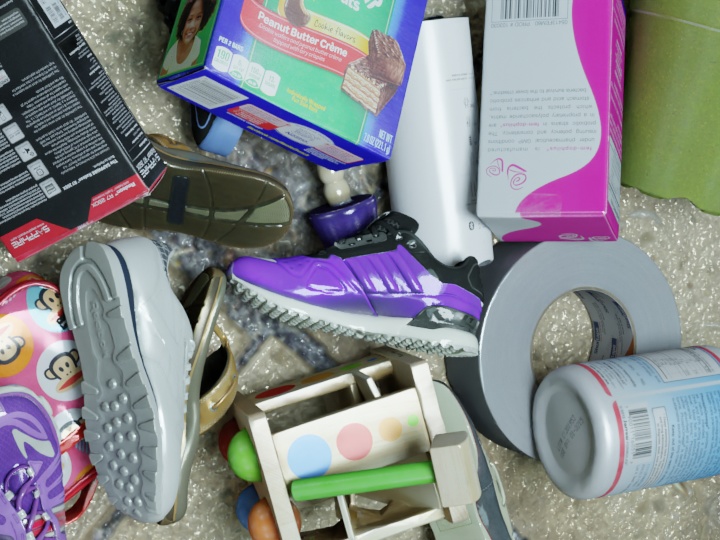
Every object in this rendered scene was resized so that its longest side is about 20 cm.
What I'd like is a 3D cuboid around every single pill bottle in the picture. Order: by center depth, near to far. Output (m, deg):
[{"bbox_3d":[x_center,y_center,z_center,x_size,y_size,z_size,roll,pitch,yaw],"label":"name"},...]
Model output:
[{"bbox_3d":[0.250,0.119,1.138,0.200,0.109,0.109,-6,96,-23],"label":"pill bottle"}]

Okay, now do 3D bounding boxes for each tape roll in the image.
[{"bbox_3d":[0.174,0.063,1.195,0.200,0.066,0.200,-2,96,-23],"label":"tape roll"}]

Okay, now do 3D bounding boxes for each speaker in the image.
[{"bbox_3d":[0.058,-0.102,1.122,0.081,0.081,0.200,-11,99,-23],"label":"speaker"}]

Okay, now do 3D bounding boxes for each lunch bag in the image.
[{"bbox_3d":[-0.260,0.118,1.003,0.200,0.082,0.176,-40,113,-17],"label":"lunch bag"}]

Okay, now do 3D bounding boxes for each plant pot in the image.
[{"bbox_3d":[0.292,-0.150,1.179,0.200,0.200,0.190,13,101,-24],"label":"plant pot"}]

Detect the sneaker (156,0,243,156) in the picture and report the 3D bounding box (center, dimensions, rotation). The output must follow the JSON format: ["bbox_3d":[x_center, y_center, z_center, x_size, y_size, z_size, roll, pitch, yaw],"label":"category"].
[{"bbox_3d":[-0.120,-0.188,1.046,0.078,0.070,0.200,7,84,-23],"label":"sneaker"}]

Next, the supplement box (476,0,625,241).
[{"bbox_3d":[0.153,-0.129,1.110,0.101,0.103,0.200,1,79,16],"label":"supplement box"}]

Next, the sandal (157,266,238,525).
[{"bbox_3d":[-0.122,0.095,1.059,0.054,0.080,0.200,7,95,-22],"label":"sandal"}]

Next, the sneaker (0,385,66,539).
[{"bbox_3d":[-0.221,0.172,0.939,0.081,0.083,0.200,-18,114,-28],"label":"sneaker"}]

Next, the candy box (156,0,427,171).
[{"bbox_3d":[-0.038,-0.196,1.012,0.169,0.077,0.200,23,72,-35],"label":"candy box"}]

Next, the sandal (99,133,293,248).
[{"bbox_3d":[-0.146,-0.072,1.039,0.200,0.055,0.082,13,119,-5],"label":"sandal"}]

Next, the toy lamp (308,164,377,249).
[{"bbox_3d":[-0.030,-0.101,1.095,0.058,0.058,0.200,-23,103,-21],"label":"toy lamp"}]

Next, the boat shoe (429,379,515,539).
[{"bbox_3d":[0.086,0.182,1.168,0.063,0.071,0.200,-27,100,-61],"label":"boat shoe"}]

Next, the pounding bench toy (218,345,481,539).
[{"bbox_3d":[-0.014,0.144,1.031,0.156,0.200,0.124,-16,96,-13],"label":"pounding bench toy"}]

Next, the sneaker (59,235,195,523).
[{"bbox_3d":[-0.148,0.075,0.980,0.080,0.076,0.200,-6,89,-54],"label":"sneaker"}]

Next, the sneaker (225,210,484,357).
[{"bbox_3d":[0.000,0.000,1.067,0.200,0.070,0.100,13,81,-9],"label":"sneaker"}]

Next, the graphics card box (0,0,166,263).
[{"bbox_3d":[-0.240,-0.119,0.970,0.125,0.051,0.200,-25,109,22],"label":"graphics card box"}]
